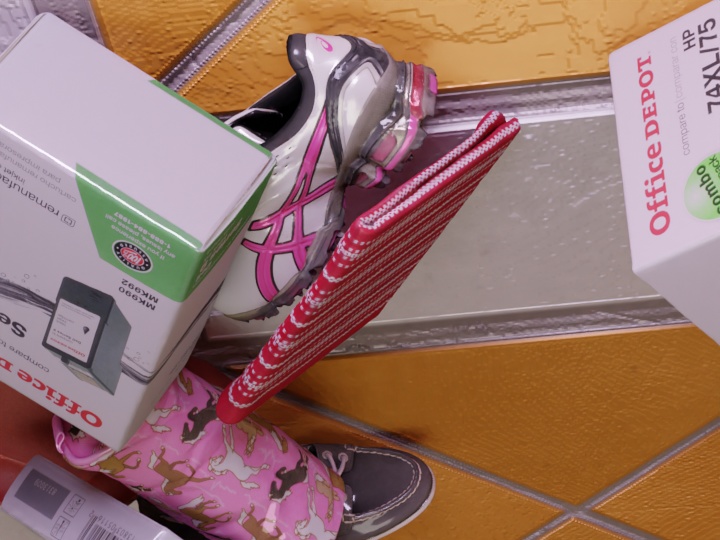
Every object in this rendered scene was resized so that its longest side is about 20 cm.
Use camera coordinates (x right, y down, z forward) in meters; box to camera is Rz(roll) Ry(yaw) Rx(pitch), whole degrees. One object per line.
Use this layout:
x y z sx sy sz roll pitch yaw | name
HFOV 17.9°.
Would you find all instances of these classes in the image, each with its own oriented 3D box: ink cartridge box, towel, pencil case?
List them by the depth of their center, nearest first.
0.249 -0.061 1.146 0.199 0.147 0.146 -26 138 29 | ink cartridge box
-0.146 -0.014 1.209 0.145 0.084 0.200 31 141 4 | ink cartridge box
0.000 0.000 1.252 0.022 0.144 0.200 45 138 8 | towel
-0.096 0.117 1.377 0.083 0.087 0.200 10 158 45 | pencil case
-0.112 0.201 1.432 0.160 0.047 0.200 19 160 51 | ink cartridge box

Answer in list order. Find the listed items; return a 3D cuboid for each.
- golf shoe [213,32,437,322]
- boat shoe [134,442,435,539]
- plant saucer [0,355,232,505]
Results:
-0.043 -0.053 1.219 0.092 0.073 0.200 22 130 -19 | golf shoe
-0.053 0.146 1.489 0.199 0.067 0.057 -9 148 16 | boat shoe
-0.199 0.081 1.422 0.199 0.037 0.200 24 138 -30 | plant saucer
